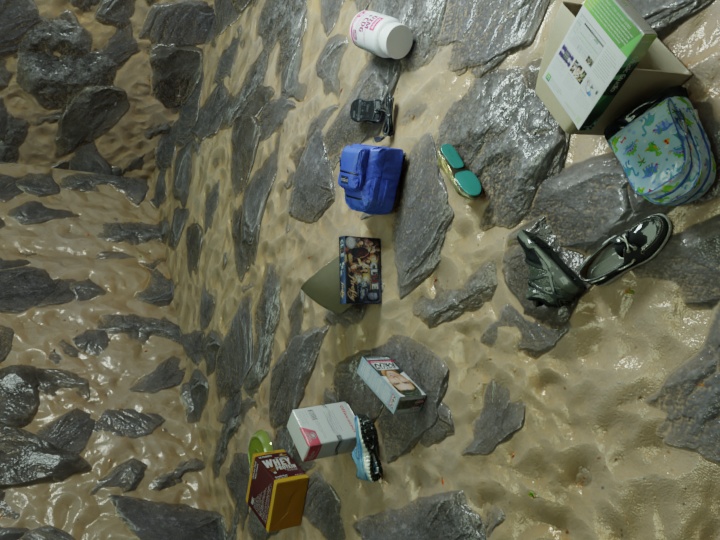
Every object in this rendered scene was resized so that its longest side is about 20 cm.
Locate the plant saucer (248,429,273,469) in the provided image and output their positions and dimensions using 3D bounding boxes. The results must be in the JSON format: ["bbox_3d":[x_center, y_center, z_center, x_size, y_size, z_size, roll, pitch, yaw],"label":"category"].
[{"bbox_3d":[-0.406,0.745,2.469,0.199,0.031,0.202,-4,86,54],"label":"plant saucer"}]

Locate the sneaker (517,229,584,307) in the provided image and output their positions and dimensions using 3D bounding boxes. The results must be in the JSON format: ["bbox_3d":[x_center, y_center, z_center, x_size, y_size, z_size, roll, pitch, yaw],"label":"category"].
[{"bbox_3d":[0.389,0.004,1.354,0.114,0.076,0.200,-53,53,30],"label":"sneaker"}]

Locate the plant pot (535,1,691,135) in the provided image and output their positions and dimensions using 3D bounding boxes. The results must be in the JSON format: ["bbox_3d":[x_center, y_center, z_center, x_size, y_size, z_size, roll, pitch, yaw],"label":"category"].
[{"bbox_3d":[0.462,-0.374,1.192,0.201,0.199,0.177,67,148,31],"label":"plant pot"}]

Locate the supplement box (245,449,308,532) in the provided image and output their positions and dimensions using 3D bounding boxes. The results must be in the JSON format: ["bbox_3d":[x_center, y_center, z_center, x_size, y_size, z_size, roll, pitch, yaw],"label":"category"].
[{"bbox_3d":[-0.306,0.795,2.236,0.200,0.132,0.199,26,109,52],"label":"supplement box"}]

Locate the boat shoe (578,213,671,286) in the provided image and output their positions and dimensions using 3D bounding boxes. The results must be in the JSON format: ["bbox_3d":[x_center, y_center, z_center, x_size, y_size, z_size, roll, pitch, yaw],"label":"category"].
[{"bbox_3d":[0.510,-0.038,1.199,0.200,0.060,0.074,-46,51,43],"label":"boat shoe"}]

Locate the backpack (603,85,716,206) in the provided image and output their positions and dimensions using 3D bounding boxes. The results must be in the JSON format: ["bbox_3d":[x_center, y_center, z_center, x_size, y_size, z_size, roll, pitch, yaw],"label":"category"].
[{"bbox_3d":[0.545,-0.210,1.111,0.163,0.153,0.201,-33,75,41],"label":"backpack"}]

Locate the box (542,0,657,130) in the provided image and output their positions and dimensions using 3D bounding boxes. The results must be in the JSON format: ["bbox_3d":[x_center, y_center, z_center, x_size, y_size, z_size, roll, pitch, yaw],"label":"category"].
[{"bbox_3d":[0.402,-0.364,1.055,0.200,0.036,0.145,111,144,-54],"label":"box"}]

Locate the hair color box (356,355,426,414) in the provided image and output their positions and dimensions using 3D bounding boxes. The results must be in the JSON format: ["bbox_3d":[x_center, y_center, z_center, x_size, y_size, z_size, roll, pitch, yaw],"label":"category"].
[{"bbox_3d":[0.085,0.320,1.743,0.200,0.099,0.061,42,120,47],"label":"hair color box"}]

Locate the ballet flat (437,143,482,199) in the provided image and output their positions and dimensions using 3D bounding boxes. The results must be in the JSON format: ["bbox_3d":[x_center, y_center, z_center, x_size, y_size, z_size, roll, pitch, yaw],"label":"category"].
[{"bbox_3d":[0.253,-0.240,1.581,0.071,0.070,0.201,-54,48,38],"label":"ballet flat"}]

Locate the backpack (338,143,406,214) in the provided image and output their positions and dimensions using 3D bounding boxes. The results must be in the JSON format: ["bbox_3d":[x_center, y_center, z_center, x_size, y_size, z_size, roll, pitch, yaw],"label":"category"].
[{"bbox_3d":[0.019,-0.269,1.819,0.162,0.167,0.201,28,115,59],"label":"backpack"}]

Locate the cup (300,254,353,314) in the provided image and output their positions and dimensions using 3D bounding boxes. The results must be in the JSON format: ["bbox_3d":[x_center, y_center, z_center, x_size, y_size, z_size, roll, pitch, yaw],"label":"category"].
[{"bbox_3d":[-0.065,0.052,1.921,0.144,0.200,0.200,53,135,4],"label":"cup"}]

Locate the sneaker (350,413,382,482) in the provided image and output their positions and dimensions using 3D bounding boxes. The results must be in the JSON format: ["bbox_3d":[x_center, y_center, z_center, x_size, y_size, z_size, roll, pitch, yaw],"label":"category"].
[{"bbox_3d":[0.000,0.535,1.851,0.090,0.078,0.201,-18,72,35],"label":"sneaker"}]

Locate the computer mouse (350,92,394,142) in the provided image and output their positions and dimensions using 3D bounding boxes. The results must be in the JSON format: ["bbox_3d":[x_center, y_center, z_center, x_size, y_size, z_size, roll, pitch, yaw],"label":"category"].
[{"bbox_3d":[0.043,-0.466,1.905,0.199,0.046,0.141,8,99,49],"label":"computer mouse"}]

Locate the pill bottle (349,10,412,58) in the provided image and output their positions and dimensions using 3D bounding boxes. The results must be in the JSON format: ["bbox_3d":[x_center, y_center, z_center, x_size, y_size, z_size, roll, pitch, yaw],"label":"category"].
[{"bbox_3d":[0.062,-0.699,1.826,0.200,0.113,0.114,42,121,47],"label":"pill bottle"}]

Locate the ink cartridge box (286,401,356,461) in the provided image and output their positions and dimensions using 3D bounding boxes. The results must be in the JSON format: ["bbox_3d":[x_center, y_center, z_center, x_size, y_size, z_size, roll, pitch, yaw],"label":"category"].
[{"bbox_3d":[-0.109,0.500,1.919,0.146,0.199,0.085,55,135,41],"label":"ink cartridge box"}]

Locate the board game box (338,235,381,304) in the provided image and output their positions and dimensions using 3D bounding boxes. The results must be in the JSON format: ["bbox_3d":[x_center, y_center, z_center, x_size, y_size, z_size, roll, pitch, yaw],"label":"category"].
[{"bbox_3d":[0.000,0.000,1.852,0.035,0.135,0.202,-8,82,54],"label":"board game box"}]
